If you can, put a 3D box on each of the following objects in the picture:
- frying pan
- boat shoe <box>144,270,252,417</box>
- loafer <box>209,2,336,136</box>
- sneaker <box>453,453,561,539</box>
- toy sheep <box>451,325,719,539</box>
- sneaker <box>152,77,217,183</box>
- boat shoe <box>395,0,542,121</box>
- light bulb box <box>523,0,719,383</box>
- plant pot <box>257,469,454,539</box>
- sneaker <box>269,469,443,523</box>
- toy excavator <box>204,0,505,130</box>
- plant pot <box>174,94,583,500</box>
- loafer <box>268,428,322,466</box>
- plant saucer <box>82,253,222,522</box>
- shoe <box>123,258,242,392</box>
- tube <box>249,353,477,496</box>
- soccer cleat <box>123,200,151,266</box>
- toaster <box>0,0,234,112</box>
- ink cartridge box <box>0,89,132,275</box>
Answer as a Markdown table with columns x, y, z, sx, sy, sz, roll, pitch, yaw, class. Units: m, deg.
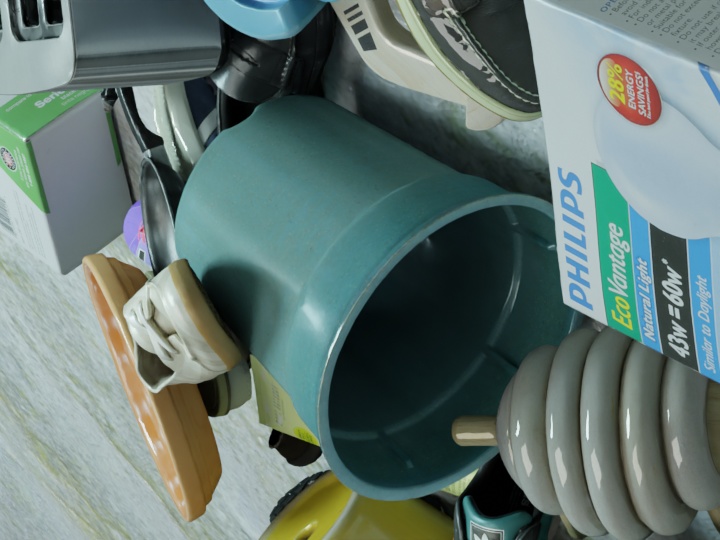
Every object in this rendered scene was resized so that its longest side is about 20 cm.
| x | y | z | sx | sy | sz | roll | pitch | yaw | class |
| --- | --- | --- | --- | --- | --- | --- | --- | --- | --- |
| -0.138 | -0.053 | 1.438 | 0.115 | 0.031 | 0.191 | 107 | 149 | -60 | frying pan |
| -0.105 | 0.044 | 1.557 | 0.200 | 0.068 | 0.075 | -129 | 36 | -60 | boat shoe |
| -0.059 | -0.133 | 1.321 | 0.068 | 0.070 | 0.201 | 40 | 150 | 23 | loafer |
| 0.083 | 0.185 | 1.344 | 0.071 | 0.201 | 0.080 | 9 | 168 | 25 | sneaker |
| 0.147 | 0.093 | 1.206 | 0.199 | 0.138 | 0.139 | -7 | 123 | 21 | toy sheep |
| -0.082 | -0.073 | 1.443 | 0.075 | 0.084 | 0.201 | 107 | 145 | -60 | sneaker |
| 0.050 | -0.170 | 1.105 | 0.202 | 0.072 | 0.066 | 58 | 158 | -3 | boat shoe |
| 0.194 | -0.051 | 0.968 | 0.199 | 0.125 | 0.199 | 28 | 145 | 37 | light bulb box |
| 0.021 | 0.241 | 1.473 | 0.189 | 0.201 | 0.201 | 45 | 155 | -12 | plant pot |
| 0.006 | 0.218 | 1.650 | 0.199 | 0.076 | 0.088 | 9 | 137 | 53 | sneaker |
| -0.017 | -0.165 | 1.188 | 0.193 | 0.100 | 0.201 | -5 | 125 | 36 | toy excavator |
| 0.000 | 0.000 | 1.281 | 0.196 | 0.200 | 0.201 | 39 | 152 | 41 | plant pot |
| -0.039 | 0.066 | 1.517 | 0.071 | 0.073 | 0.201 | 20 | 139 | -1 | loafer |
| -0.143 | 0.078 | 1.500 | 0.200 | 0.037 | 0.201 | 159 | 90 | -80 | plant saucer |
| -0.112 | 0.043 | 1.294 | 0.070 | 0.053 | 0.200 | 57 | 170 | 6 | shoe |
| 0.016 | 0.112 | 1.452 | 0.199 | 0.052 | 0.058 | 18 | 101 | 17 | tube |
| -0.123 | -0.022 | 1.528 | 0.199 | 0.073 | 0.069 | 20 | 99 | 49 | soccer cleat |
| -0.170 | -0.192 | 1.303 | 0.180 | 0.118 | 0.202 | 6 | 103 | 56 | toaster |
| -0.282 | -0.110 | 1.682 | 0.200 | 0.084 | 0.147 | 33 | 147 | 33 | ink cartridge box |
